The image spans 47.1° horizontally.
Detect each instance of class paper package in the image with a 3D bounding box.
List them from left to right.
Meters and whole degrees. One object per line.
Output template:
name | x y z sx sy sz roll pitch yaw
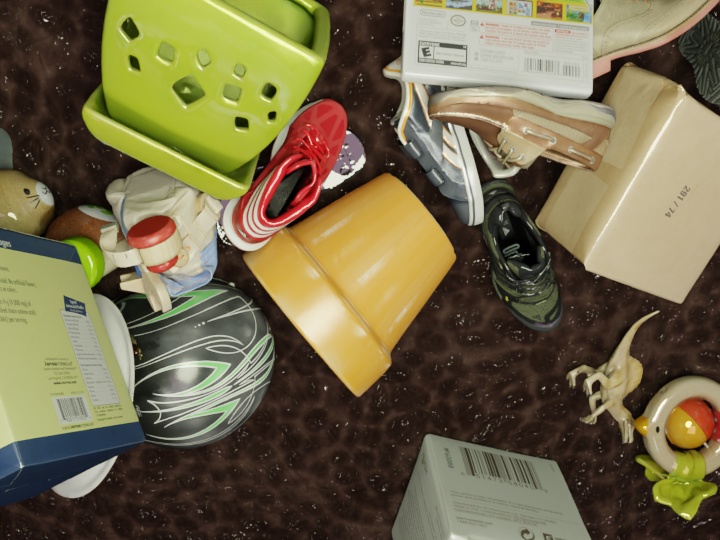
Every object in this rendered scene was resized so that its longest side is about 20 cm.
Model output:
paper package | 0.321 -0.089 0.901 0.187 0.104 0.203 16 111 -32

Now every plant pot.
plant pot | -0.152 -0.200 0.813 0.196 0.200 0.184 24 116 -14
plant pot | 0.000 0.000 0.912 0.183 0.200 0.201 -41 110 -4

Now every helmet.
helmet | -0.194 0.104 0.941 0.185 0.201 0.205 -2 114 16

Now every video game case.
video game case | 0.141 -0.274 0.840 0.194 0.023 0.187 4 81 -5

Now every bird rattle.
bird rattle | 0.440 0.211 1.058 0.199 0.113 0.164 -40 104 10

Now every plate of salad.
plate of salad | -0.281 0.127 0.849 0.047 0.201 0.202 15 116 -46

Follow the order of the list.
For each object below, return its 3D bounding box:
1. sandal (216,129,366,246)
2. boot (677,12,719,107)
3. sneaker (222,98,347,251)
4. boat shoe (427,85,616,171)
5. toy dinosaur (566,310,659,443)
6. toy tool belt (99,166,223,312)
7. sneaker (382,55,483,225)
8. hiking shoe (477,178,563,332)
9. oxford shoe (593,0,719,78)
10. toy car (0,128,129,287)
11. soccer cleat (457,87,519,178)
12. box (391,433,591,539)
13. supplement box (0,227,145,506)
sandal | -0.084 -0.093 0.935 0.197 0.045 0.076 -30 111 9
boot | 0.447 -0.193 0.867 0.196 0.167 0.066 21 130 -12
sneaker | -0.050 -0.106 0.836 0.078 0.115 0.202 41 63 -22
boat shoe | 0.160 -0.138 0.821 0.194 0.076 0.074 7 94 -9
toy dinosaur | 0.320 0.133 1.056 0.099 0.058 0.205 -13 121 -14
toy tool belt | -0.189 -0.022 0.830 0.122 0.201 0.125 -18 119 -5
sneaker | 0.079 -0.141 0.909 0.077 0.079 0.205 -17 101 -1
hiking shoe | 0.185 -0.001 0.958 0.074 0.101 0.203 -27 111 8
oxford shoe | 0.285 -0.268 0.874 0.196 0.071 0.076 -27 106 6
toy car | -0.349 -0.063 0.881 0.155 0.164 0.203 -29 99 9
soccer cleat | 0.136 -0.194 0.877 0.068 0.087 0.203 -14 114 27
box | 0.160 0.350 1.046 0.194 0.201 0.175 13 113 -10
supplement box | -0.312 0.085 0.699 0.132 0.200 0.204 -25 80 8
